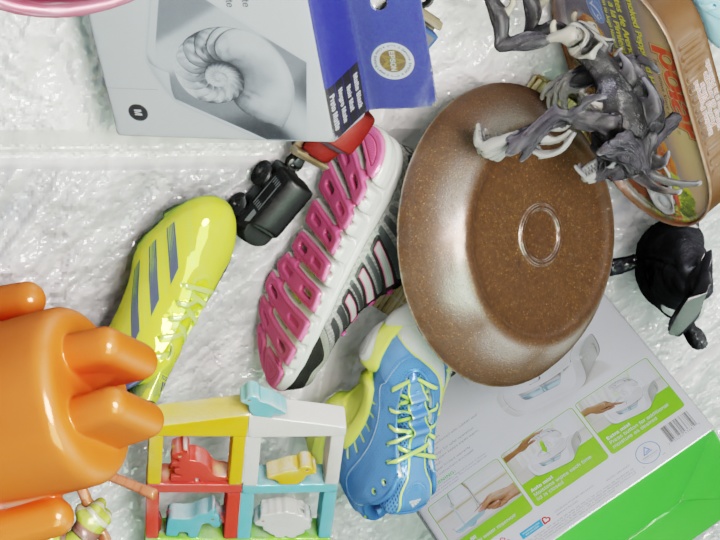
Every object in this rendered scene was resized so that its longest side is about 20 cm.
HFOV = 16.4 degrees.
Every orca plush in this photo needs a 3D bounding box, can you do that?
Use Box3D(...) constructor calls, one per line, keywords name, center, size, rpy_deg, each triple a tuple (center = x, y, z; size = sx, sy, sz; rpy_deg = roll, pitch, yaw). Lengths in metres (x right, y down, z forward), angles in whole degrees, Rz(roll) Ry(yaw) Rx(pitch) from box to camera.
Box3D(name="orca plush", center=(0.201, 0.010, 1.716), size=(0.071, 0.200, 0.105), rpy_deg=(-4, 106, 4))

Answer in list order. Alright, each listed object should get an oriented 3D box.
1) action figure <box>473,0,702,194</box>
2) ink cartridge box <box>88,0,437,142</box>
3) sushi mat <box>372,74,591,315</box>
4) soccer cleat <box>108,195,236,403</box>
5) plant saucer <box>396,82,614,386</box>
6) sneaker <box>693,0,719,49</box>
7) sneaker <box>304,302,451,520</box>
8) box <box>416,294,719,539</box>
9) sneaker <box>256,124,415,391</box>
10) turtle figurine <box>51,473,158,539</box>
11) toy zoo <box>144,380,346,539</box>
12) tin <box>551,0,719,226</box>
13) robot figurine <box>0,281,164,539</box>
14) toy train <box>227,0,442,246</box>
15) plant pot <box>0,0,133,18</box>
Box3D(name="action figure", center=(0.128, -0.117, 1.575), size=(0.102, 0.200, 0.119), rpy_deg=(-37, 172, 37))
Box3D(name="ink cartridge box", center=(-0.066, -0.165, 1.471), size=(0.200, 0.041, 0.200), rpy_deg=(0, 128, 16))
Box3D(name="sushi mat", center=(0.097, -0.037, 1.721), size=(0.096, 0.012, 0.200), rpy_deg=(25, 107, -36))
Box3D(name="soccer cleat", center=(-0.133, 0.044, 1.617), size=(0.065, 0.084, 0.200), rpy_deg=(22, 110, -36))
Box3D(name="plant saucer", center=(0.106, -0.023, 1.637), size=(0.200, 0.037, 0.201), rpy_deg=(0, 90, -43))
Box3D(name="sneaker", center=(0.199, -0.221, 1.618), size=(0.082, 0.074, 0.200), rpy_deg=(-22, 120, -1))
Box3D(name="sneaker", center=(0.037, 0.099, 1.686), size=(0.076, 0.105, 0.200), rpy_deg=(-12, 153, -33))
Box3D(name="box", center=(0.136, 0.135, 1.750), size=(0.200, 0.177, 0.097), rpy_deg=(-36, 134, -1))
Box3D(name="sneaker", center=(0.000, 0.000, 1.660), size=(0.087, 0.074, 0.200), rpy_deg=(12, 114, -32))
Box3D(name="turtle figurine", center=(-0.231, 0.194, 1.658), size=(0.200, 0.064, 0.161), rpy_deg=(-2, 132, -1))
Box3D(name="toy zoo", center=(-0.080, 0.142, 1.697), size=(0.131, 0.020, 0.200), rpy_deg=(0, 137, -6))
Box3D(name="tin", center=(0.189, -0.120, 1.639), size=(0.042, 0.112, 0.200), rpy_deg=(-34, 125, -22))
Box3D(name="robot figurine", center=(-0.223, 0.092, 1.553), size=(0.200, 0.117, 0.144), rpy_deg=(-14, 108, 20))
Box3D(name="toy train", center=(-0.016, -0.096, 1.605), size=(0.034, 0.046, 0.200), rpy_deg=(29, 105, -37))
Box3D(name="plant pot", center=(-0.173, -0.261, 1.330), size=(0.200, 0.179, 0.200), rpy_deg=(-13, 127, -18))
